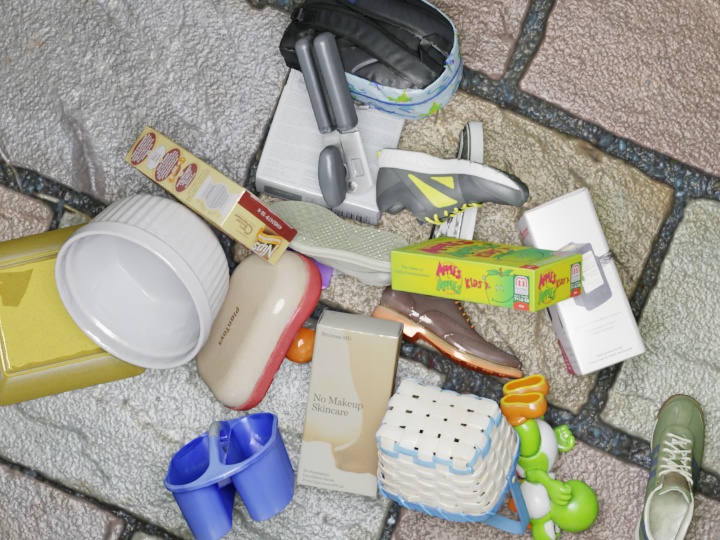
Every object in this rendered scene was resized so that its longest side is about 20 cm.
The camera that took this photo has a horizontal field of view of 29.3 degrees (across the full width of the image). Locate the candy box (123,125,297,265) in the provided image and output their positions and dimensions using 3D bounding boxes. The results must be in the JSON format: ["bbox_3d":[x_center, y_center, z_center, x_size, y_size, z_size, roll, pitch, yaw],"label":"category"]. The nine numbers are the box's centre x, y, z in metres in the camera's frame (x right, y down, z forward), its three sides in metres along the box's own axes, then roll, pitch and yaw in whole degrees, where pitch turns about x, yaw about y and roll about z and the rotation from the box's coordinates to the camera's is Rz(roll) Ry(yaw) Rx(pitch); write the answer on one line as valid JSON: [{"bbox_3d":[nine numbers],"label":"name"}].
[{"bbox_3d":[-0.178,-0.089,1.623,0.199,0.115,0.056,34,86,38],"label":"candy box"}]

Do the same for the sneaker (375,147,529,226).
[{"bbox_3d":[0.106,-0.089,1.626,0.198,0.074,0.086,13,93,29],"label":"sneaker"}]

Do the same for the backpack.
[{"bbox_3d":[0.030,-0.269,1.663,0.198,0.154,0.164,19,68,29],"label":"backpack"}]

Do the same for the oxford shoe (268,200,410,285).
[{"bbox_3d":[-0.031,-0.029,1.660,0.198,0.058,0.076,19,53,15],"label":"oxford shoe"}]

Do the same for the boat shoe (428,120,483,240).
[{"bbox_3d":[0.112,-0.086,1.685,0.063,0.071,0.203,9,88,1],"label":"boat shoe"}]

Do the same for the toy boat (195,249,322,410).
[{"bbox_3d":[-0.102,0.075,1.662,0.130,0.131,0.202,18,107,-37],"label":"toy boat"}]

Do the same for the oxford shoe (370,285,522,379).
[{"bbox_3d":[0.115,0.070,1.676,0.198,0.071,0.074,26,82,3],"label":"oxford shoe"}]

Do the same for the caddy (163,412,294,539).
[{"bbox_3d":[-0.155,0.229,1.612,0.140,0.200,0.106,-21,101,2],"label":"caddy"}]

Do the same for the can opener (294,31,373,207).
[{"bbox_3d":[-0.032,-0.177,1.616,0.052,0.066,0.203,-4,109,28],"label":"can opener"}]

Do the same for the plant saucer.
[{"bbox_3d":[-0.381,0.050,1.697,0.197,0.048,0.203,-13,86,1],"label":"plant saucer"}]

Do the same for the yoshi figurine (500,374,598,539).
[{"bbox_3d":[0.230,0.232,1.641,0.111,0.112,0.203,-21,106,-26],"label":"yoshi figurine"}]

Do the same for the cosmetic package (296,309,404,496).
[{"bbox_3d":[-0.012,0.158,1.643,0.104,0.071,0.203,7,103,5],"label":"cosmetic package"}]

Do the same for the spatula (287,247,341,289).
[{"bbox_3d":[0.000,0.000,1.687,0.197,0.021,0.057,5,66,17],"label":"spatula"}]

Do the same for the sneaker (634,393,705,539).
[{"bbox_3d":[0.378,0.249,1.647,0.066,0.090,0.203,13,86,3],"label":"sneaker"}]

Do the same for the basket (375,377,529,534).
[{"bbox_3d":[0.107,0.225,1.590,0.174,0.201,0.140,13,50,23],"label":"basket"}]

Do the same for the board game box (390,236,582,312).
[{"bbox_3d":[0.142,0.002,1.563,0.198,0.101,0.048,9,107,40],"label":"board game box"}]

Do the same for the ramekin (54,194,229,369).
[{"bbox_3d":[-0.247,0.006,1.613,0.198,0.201,0.105,29,45,3],"label":"ramekin"}]

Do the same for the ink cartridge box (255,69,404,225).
[{"bbox_3d":[-0.028,-0.173,1.716,0.160,0.057,0.202,15,66,2],"label":"ink cartridge box"}]

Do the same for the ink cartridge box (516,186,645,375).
[{"bbox_3d":[0.259,0.016,1.637,0.083,0.145,0.203,-19,86,1],"label":"ink cartridge box"}]
